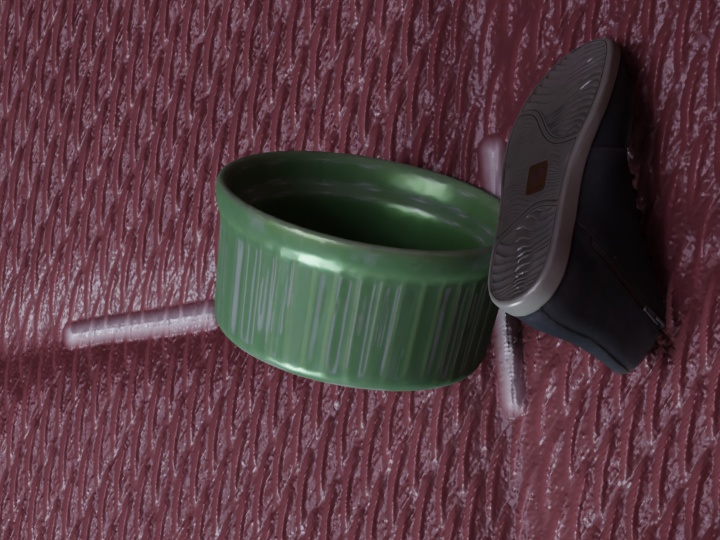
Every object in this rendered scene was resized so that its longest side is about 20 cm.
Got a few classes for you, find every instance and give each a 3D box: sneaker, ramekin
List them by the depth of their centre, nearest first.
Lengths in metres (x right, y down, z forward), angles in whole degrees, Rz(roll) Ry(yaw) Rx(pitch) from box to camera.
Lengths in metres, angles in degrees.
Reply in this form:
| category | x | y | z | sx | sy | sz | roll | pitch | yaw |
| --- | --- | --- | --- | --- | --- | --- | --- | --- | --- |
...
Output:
| category | x | y | z | sx | sy | sz | roll | pitch | yaw |
| --- | --- | --- | --- | --- | --- | --- | --- | --- | --- |
| sneaker | 0.145 | -0.039 | 1.251 | 0.075 | 0.106 | 0.201 | -14 | 50 | 48 |
| ramekin | 0.000 | 0.000 | 1.295 | 0.199 | 0.199 | 0.098 | 26 | 114 | 39 |
